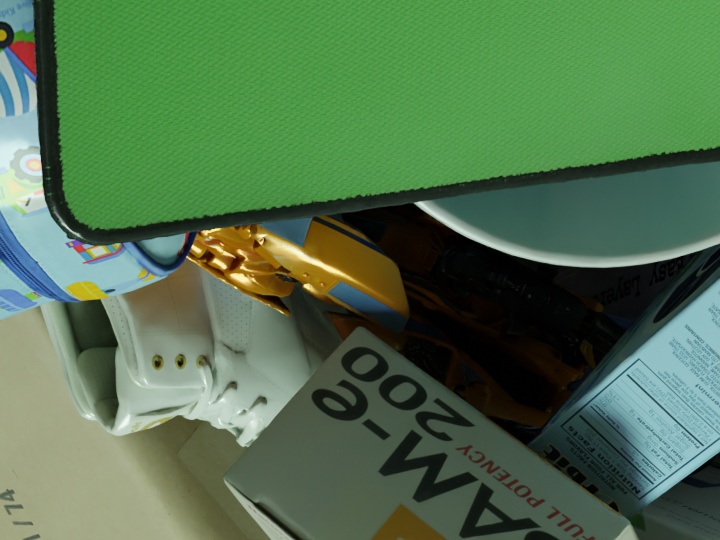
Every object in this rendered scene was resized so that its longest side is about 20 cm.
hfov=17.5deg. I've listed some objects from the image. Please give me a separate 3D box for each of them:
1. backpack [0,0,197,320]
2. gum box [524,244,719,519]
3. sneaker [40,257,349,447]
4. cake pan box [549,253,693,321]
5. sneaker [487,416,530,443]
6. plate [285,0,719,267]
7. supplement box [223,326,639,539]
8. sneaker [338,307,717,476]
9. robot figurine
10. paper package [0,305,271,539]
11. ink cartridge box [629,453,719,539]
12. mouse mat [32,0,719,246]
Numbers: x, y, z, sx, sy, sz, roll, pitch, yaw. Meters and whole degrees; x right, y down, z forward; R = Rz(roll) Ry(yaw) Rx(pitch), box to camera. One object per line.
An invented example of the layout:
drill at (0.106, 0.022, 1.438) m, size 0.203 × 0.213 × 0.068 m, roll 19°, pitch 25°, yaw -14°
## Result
backpack at (-0.077, -0.084, 0.587) m, size 0.134 × 0.201 × 0.183 m, roll 0°, pitch 157°, yaw 11°
gum box at (0.152, -0.018, 0.735) m, size 0.045 × 0.170 × 0.200 m, roll 43°, pitch 145°, yaw 1°
sneaker at (-0.050, 0.052, 0.892) m, size 0.115 × 0.200 × 0.074 m, roll -34°, pitch -178°, yaw -41°
cake pan box at (0.187, 0.027, 1.026) m, size 0.199 × 0.053 × 0.184 m, roll 16°, pitch 158°, yaw -28°
sneaker at (0.001, 0.060, 1.005) m, size 0.200 × 0.070 × 0.082 m, roll 39°, pitch 110°, yaw -22°
plate at (0.067, -0.100, 0.574) m, size 0.200 × 0.201 × 0.026 m, roll 16°, pitch -172°, yaw -27°
supplement box at (0.048, 0.120, 0.815) m, size 0.126 × 0.074 × 0.200 m, roll 35°, pitch 167°, yaw 32°
sneaker at (0.056, 0.028, 0.952) m, size 0.200 × 0.070 × 0.078 m, roll 31°, pitch 165°, yaw 13°
robot figurine at (0.000, 0.000, 0.830) m, size 0.200 × 0.058 × 0.145 m, roll 29°, pitch 171°, yaw -24°
paper package at (-0.125, 0.086, 0.989) m, size 0.190 × 0.103 × 0.200 m, roll -27°, pitch 100°, yaw 38°
ink cartridge box at (0.151, 0.135, 0.990) m, size 0.145 × 0.088 × 0.200 m, roll 21°, pitch -172°, yaw 33°
mouse mat at (0.019, -0.094, 0.532) m, size 0.199 × 0.162 × 0.008 m, roll -9°, pitch -161°, yaw -26°
